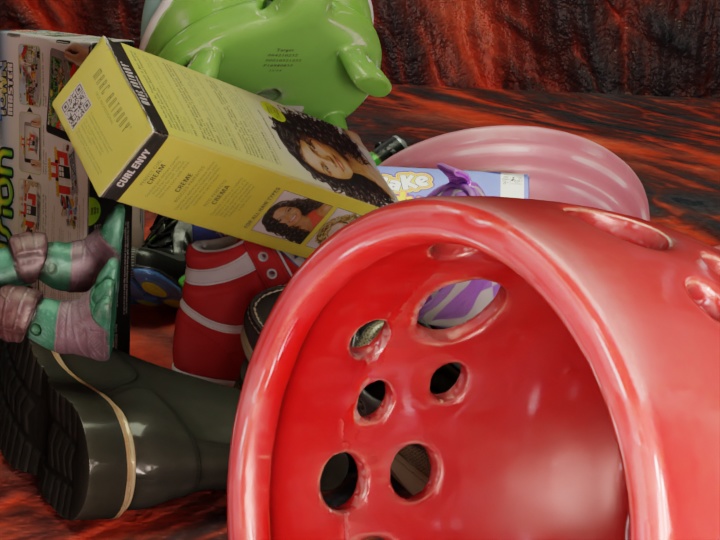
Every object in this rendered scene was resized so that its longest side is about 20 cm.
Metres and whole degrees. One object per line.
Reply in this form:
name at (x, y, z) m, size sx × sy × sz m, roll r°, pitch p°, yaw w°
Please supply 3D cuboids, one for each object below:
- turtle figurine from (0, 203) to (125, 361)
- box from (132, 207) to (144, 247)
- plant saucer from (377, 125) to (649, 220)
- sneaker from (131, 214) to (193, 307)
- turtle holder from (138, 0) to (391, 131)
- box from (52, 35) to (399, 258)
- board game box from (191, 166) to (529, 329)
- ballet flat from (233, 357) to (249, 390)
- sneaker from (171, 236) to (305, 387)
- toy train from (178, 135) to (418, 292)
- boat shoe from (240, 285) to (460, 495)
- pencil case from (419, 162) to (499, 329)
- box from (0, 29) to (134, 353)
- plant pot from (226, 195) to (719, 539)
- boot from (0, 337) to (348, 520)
turtle figurine at (-0.215, -0.003, 0.924) m, size 0.198 × 0.101 × 0.150 m, roll 5°, pitch 46°, yaw -7°
box at (-0.206, -0.043, 1.499) m, size 0.068 × 0.083 × 0.200 m, roll 1°, pitch 10°, yaw -9°
plant saucer at (0.088, -0.012, 1.241) m, size 0.199 × 0.201 × 0.051 m, roll 2°, pitch 55°, yaw -5°
sneaker at (-0.134, -0.020, 1.386) m, size 0.070 × 0.083 × 0.200 m, roll 5°, pitch 11°, yaw 15°
turtle holder at (-0.064, -0.147, 1.090) m, size 0.140 × 0.133 × 0.186 m, roll -14°, pitch -25°, yaw 4°
box at (-0.064, -0.057, 1.023) m, size 0.199 × 0.050 × 0.075 m, roll 15°, pitch 35°, yaw -48°
board game box at (0.000, 0.000, 1.176) m, size 0.198 × 0.135 × 0.045 m, roll 3°, pitch 45°, yaw 2°
ballet flat at (0.030, 0.078, 1.030) m, size 0.198 × 0.047 × 0.068 m, roll 4°, pitch 33°, yaw -5°
sneaker at (-0.010, 0.028, 1.087) m, size 0.198 × 0.113 × 0.071 m, roll 4°, pitch 12°, yaw 9°
toy train at (-0.033, -0.025, 1.287) m, size 0.199 × 0.042 × 0.056 m, roll -35°, pitch 56°, yaw -13°
boat shoe at (0.012, 0.052, 0.962) m, size 0.072 × 0.065 × 0.200 m, roll -22°, pitch 41°, yaw -30°
pencil case at (0.110, 0.018, 1.078) m, size 0.199 × 0.086 × 0.084 m, roll 23°, pitch 4°, yaw -33°
box at (-0.185, -0.045, 1.190) m, size 0.035 × 0.202 × 0.110 m, roll -8°, pitch 15°, yaw -42°
plant pot at (0.083, 0.080, 0.637) m, size 0.182 × 0.202 × 0.200 m, roll 3°, pitch 8°, yaw -38°
boot at (-0.106, 0.071, 0.985) m, size 0.137 × 0.078 × 0.200 m, roll 2°, pitch 23°, yaw -27°
